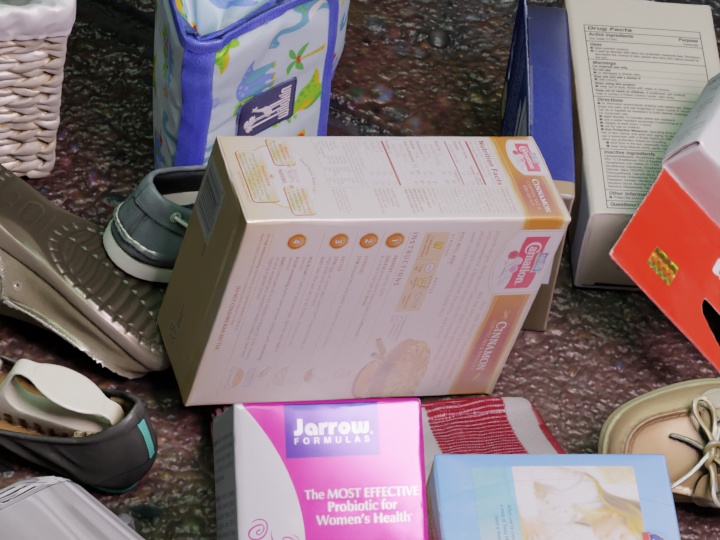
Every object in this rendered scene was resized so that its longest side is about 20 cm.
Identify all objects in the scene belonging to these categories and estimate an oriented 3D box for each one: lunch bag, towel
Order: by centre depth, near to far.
[{"bbox_3d":[0.019,0.107,1.464,0.199,0.023,0.144,-2,18,-10],"label":"towel"},{"bbox_3d":[-0.076,-0.144,1.626,0.127,0.171,0.201,17,47,9],"label":"lunch bag"}]

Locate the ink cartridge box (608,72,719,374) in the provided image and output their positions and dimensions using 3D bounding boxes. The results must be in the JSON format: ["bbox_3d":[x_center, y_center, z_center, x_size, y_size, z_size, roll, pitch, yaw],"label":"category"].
[{"bbox_3d":[0.258,-0.004,1.561,0.200,0.043,0.174,45,49,-12],"label":"ink cartridge box"}]

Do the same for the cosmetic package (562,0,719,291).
[{"bbox_3d":[0.183,-0.083,1.670,0.104,0.071,0.201,4,48,-4],"label":"cosmetic package"}]

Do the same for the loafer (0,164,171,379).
[{"bbox_3d":[-0.194,0.001,1.550,0.200,0.068,0.076,39,34,5],"label":"loafer"}]

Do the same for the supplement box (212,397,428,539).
[{"bbox_3d":[-0.020,0.169,1.332,0.100,0.103,0.201,-2,82,-9],"label":"supplement box"}]

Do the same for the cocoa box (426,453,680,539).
[{"bbox_3d":[0.101,0.211,1.347,0.132,0.132,0.201,0,50,-7],"label":"cocoa box"}]

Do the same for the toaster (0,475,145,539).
[{"bbox_3d":[-0.182,0.200,1.342,0.199,0.114,0.129,-30,54,-27],"label":"toaster"}]

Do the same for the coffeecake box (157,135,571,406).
[{"bbox_3d":[0.000,0.000,1.493,0.199,0.154,0.073,-1,46,-23],"label":"coffeecake box"}]

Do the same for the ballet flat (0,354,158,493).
[{"bbox_3d":[-0.209,0.067,1.485,0.199,0.069,0.068,15,48,6],"label":"ballet flat"}]

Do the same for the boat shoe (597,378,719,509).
[{"bbox_3d":[0.238,0.102,1.497,0.199,0.074,0.063,-3,7,-11],"label":"boat shoe"}]

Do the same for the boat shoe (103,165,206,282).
[{"bbox_3d":[-0.059,-0.034,1.576,0.199,0.062,0.073,-3,46,-34],"label":"boat shoe"}]

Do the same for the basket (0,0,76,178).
[{"bbox_3d":[-0.284,-0.170,1.629,0.197,0.161,0.201,-3,48,-10],"label":"basket"}]

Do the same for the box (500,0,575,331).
[{"bbox_3d":[0.110,-0.077,1.622,0.032,0.122,0.201,3,48,-3],"label":"box"}]
